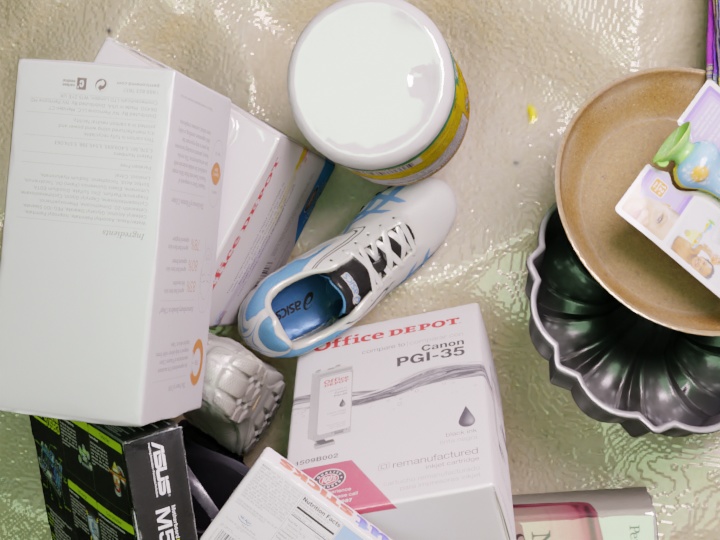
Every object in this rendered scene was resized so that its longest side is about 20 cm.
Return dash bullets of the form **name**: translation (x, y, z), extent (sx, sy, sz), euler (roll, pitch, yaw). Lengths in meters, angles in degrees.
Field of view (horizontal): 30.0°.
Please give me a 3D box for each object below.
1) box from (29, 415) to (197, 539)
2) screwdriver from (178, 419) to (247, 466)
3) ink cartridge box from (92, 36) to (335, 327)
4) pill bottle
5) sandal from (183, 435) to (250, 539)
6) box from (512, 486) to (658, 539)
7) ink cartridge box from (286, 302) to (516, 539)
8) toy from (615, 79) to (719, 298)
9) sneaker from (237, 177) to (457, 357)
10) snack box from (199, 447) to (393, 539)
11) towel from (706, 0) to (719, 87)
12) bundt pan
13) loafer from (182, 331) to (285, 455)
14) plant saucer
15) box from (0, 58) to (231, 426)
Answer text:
- **box**: translation (-0.165, 0.178, 0.912), extent (0.047, 0.199, 0.196), euler (-12, 103, -30)
- **screwdriver**: translation (-0.065, 0.178, 1.045), extent (0.199, 0.028, 0.029), euler (35, 124, 7)
- **ink cartridge box**: translation (-0.127, -0.056, 0.974), extent (0.144, 0.200, 0.148), euler (29, 92, 9)
- **pill bottle**: translation (0.020, -0.120, 0.952), extent (0.111, 0.200, 0.114), euler (0, 88, 10)
- **sandal**: translation (-0.142, 0.153, 0.980), extent (0.199, 0.043, 0.077), euler (34, 111, 11)
- **box**: translation (0.118, 0.232, 0.970), extent (0.197, 0.109, 0.130), euler (-6, 87, 10)
- **ink cartridge box**: translation (0.026, 0.122, 0.938), extent (0.145, 0.201, 0.083), euler (-12, 123, 9)
- **toy**: translation (0.276, -0.023, 0.871), extent (0.199, 0.047, 0.116), euler (39, 77, 0)
- **sneaker**: translation (0.000, 0.000, 0.990), extent (0.199, 0.072, 0.072), euler (-36, 112, -20)
- **snack box**: translation (0.000, 0.199, 0.833), extent (0.199, 0.024, 0.072), euler (37, 101, -1)
- **towel**: translation (0.315, -0.143, 0.950), extent (0.142, 0.023, 0.202), euler (7, 67, -5)
- **bundt pan**: translation (0.206, 0.029, 0.955), extent (0.199, 0.076, 0.204), euler (3, 67, -8)
- **loafer**: translation (-0.099, 0.084, 0.968), extent (0.069, 0.200, 0.070), euler (28, 74, 12)
- **plant saucer**: translation (0.226, -0.044, 0.928), extent (0.198, 0.036, 0.203), euler (3, 67, -7)
- **box**: translation (-0.147, -0.016, 0.812), extent (0.096, 0.124, 0.203), euler (5, 90, 9)
